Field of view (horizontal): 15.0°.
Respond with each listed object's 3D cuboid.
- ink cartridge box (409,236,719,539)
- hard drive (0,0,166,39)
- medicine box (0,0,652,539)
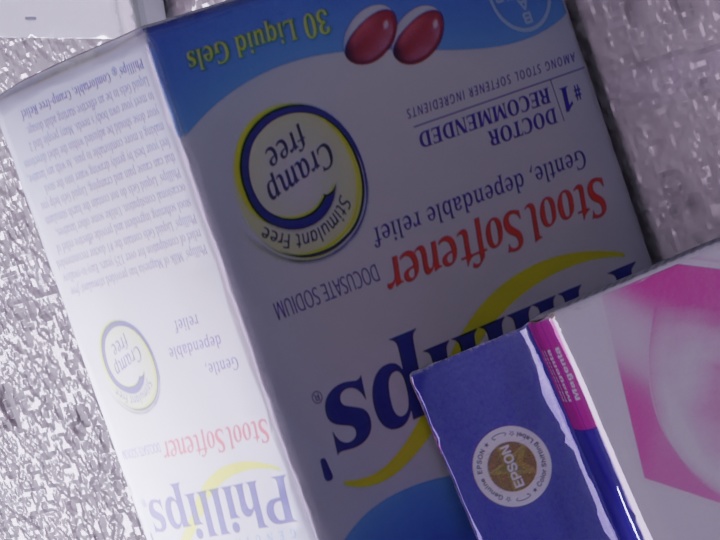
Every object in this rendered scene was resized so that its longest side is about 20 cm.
[{"bbox_3d":[0.138,0.085,0.853,0.199,0.043,0.197,-24,88,10],"label":"ink cartridge box"},{"bbox_3d":[-0.148,-0.199,1.158,0.132,0.026,0.201,6,111,45],"label":"hard drive"},{"bbox_3d":[0.000,0.000,0.953,0.103,0.182,0.201,-17,94,52],"label":"medicine box"}]
